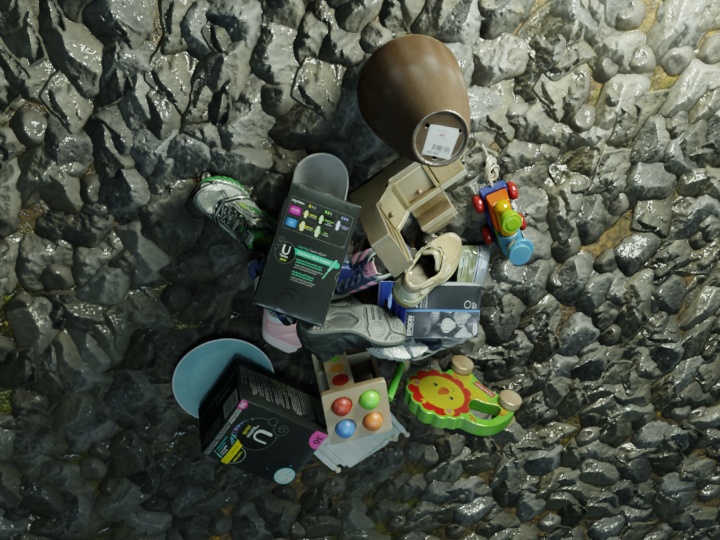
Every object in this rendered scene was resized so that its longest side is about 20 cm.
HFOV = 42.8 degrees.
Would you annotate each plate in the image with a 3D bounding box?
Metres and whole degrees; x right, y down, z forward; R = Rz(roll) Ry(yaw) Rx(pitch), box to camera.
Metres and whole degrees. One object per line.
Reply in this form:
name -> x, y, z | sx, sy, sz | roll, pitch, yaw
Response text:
plate -> -0.265, 0.209, 1.773 | 0.196, 0.026, 0.204 | -7, 123, -10

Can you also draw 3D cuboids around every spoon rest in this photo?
spoon rest -> -0.060, -0.112, 1.601 | 0.097, 0.061, 0.203 | -14, 124, -4

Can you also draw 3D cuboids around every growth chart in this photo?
growth chart -> -0.009, 0.348, 1.926 | 0.197, 0.018, 0.146 | -29, 123, 6

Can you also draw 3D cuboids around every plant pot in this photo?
plant pot -> 0.103, -0.250, 1.468 | 0.183, 0.201, 0.190 | -6, 124, -10

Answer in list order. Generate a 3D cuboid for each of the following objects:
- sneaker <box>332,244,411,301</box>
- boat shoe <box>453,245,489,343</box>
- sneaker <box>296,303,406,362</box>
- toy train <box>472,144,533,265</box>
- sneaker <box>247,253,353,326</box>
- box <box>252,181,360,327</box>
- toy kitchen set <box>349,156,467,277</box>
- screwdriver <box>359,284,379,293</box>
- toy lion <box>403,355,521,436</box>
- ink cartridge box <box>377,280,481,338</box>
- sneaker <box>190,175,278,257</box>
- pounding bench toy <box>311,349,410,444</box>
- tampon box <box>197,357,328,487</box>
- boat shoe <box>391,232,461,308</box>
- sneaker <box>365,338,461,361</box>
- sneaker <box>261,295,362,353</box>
sneaker -> 0.000, 0.000, 1.662 | 0.197, 0.082, 0.071 | -27, 93, 0
boat shoe -> 0.195, 0.042, 1.762 | 0.061, 0.072, 0.204 | 10, 109, -4
sneaker -> -0.021, 0.113, 1.636 | 0.195, 0.078, 0.115 | 2, 154, -12
toy train -> 0.253, -0.113, 1.640 | 0.083, 0.116, 0.202 | -21, 124, 1
sneaker -> -0.104, 0.036, 1.623 | 0.195, 0.118, 0.081 | -7, 162, 12
box -> -0.090, -0.025, 1.498 | 0.122, 0.148, 0.204 | 18, 87, -6
toy kitchen set -> 0.117, -0.089, 1.585 | 0.198, 0.182, 0.164 | -34, 124, 8
screwdriver -> 0.059, 0.036, 1.738 | 0.196, 0.028, 0.029 | 8, 149, -14
toy lion -> 0.189, 0.256, 1.799 | 0.190, 0.199, 0.070 | -23, 138, -45
ink cartridge box -> 0.126, 0.072, 1.673 | 0.196, 0.039, 0.102 | 0, 98, -21
sneaker -> -0.201, -0.089, 1.566 | 0.198, 0.086, 0.078 | 32, 110, -27
pounding bench toy -> 0.019, 0.227, 1.773 | 0.196, 0.157, 0.126 | -13, 124, -5
tampon box -> -0.188, 0.291, 1.752 | 0.198, 0.127, 0.151 | 27, 113, -27
boat shoe -> 0.129, -0.013, 1.633 | 0.072, 0.200, 0.065 | 40, 140, 9
sneaker -> 0.082, 0.137, 1.748 | 0.196, 0.081, 0.130 | -14, 167, -25
sneaker -> -0.094, 0.098, 1.721 | 0.196, 0.076, 0.106 | -1, 137, -22
